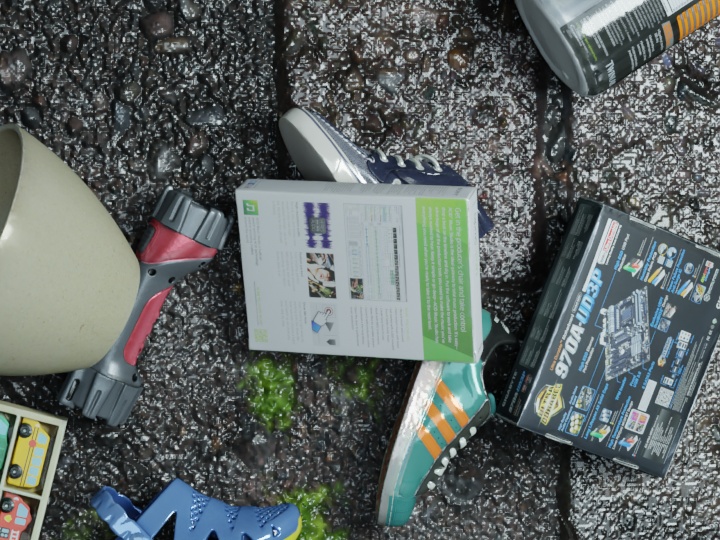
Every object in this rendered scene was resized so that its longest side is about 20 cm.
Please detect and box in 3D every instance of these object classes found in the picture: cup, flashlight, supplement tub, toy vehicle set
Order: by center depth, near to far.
[{"bbox_3d":[-0.261,0.004,1.548,0.143,0.200,0.201,27,90,-27],"label":"cup"},{"bbox_3d":[0.236,-0.244,1.608,0.199,0.123,0.123,-33,96,-4],"label":"supplement tub"},{"bbox_3d":[-0.175,0.031,1.612,0.067,0.068,0.201,26,94,18],"label":"flashlight"},{"bbox_3d":[-0.328,0.205,1.620,0.123,0.027,0.202,14,92,-7],"label":"toy vehicle set"}]

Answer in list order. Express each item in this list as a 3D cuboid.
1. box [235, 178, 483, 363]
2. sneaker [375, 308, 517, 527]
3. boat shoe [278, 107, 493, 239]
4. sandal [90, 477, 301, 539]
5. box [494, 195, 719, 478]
[{"bbox_3d":[0.000,0.000,1.586,0.198,0.036,0.145,4,113,17],"label":"box"},{"bbox_3d":[0.072,0.128,1.637,0.079,0.071,0.201,20,90,-3],"label":"sneaker"},{"bbox_3d":[0.024,-0.074,1.629,0.093,0.075,0.200,-41,98,-17],"label":"boat shoe"},{"bbox_3d":[-0.148,0.214,1.618,0.198,0.079,0.088,-8,91,-7],"label":"sandal"},{"bbox_3d":[0.221,0.058,1.641,0.158,0.046,0.201,20,92,-25],"label":"box"}]
